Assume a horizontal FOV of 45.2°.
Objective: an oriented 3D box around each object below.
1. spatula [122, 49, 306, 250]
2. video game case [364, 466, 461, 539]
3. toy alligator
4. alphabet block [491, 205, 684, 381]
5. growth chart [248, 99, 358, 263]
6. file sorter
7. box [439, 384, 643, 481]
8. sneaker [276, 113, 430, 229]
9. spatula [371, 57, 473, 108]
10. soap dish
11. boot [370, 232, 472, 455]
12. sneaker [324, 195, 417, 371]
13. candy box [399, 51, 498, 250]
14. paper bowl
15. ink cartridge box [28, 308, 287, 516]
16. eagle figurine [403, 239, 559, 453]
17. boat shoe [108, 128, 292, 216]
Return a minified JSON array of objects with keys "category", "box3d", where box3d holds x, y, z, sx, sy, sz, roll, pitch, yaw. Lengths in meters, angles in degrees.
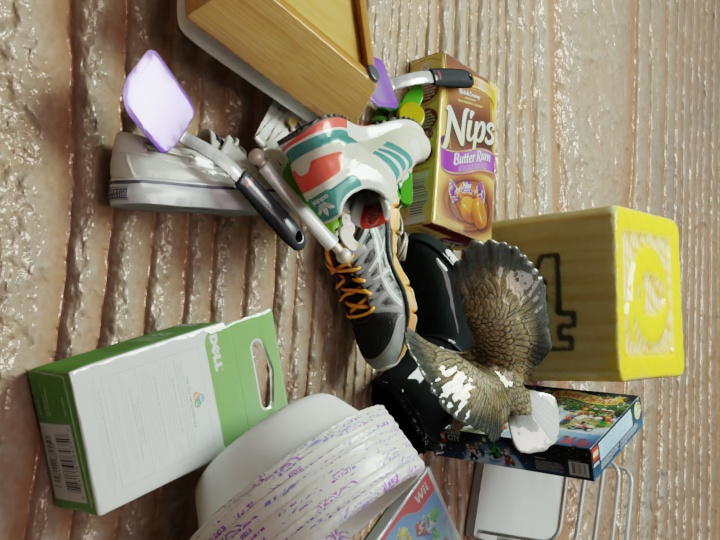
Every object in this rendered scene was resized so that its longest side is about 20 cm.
[{"category":"spatula","box3d":[-0.110,-0.083,0.686,0.200,0.020,0.057,45,54,-25]},{"category":"video game case","box3d":[0.071,0.340,0.948,0.143,0.017,0.202,-44,118,-42]},{"category":"toy alligator","box3d":[0.032,-0.112,0.926,0.053,0.059,0.204,9,76,-7]},{"category":"alphabet block","box3d":[0.268,0.036,1.072,0.194,0.198,0.200,3,84,-49]},{"category":"growth chart","box3d":[-0.040,-0.105,0.798,0.145,0.018,0.202,43,33,-25]},{"category":"file sorter","box3d":[0.243,0.284,1.075,0.199,0.123,0.141,32,63,-43]},{"category":"box","box3d":[0.197,0.175,0.974,0.136,0.198,0.038,-26,110,-47]},{"category":"sneaker","box3d":[0.007,-0.082,0.772,0.199,0.070,0.095,-10,79,-57]},{"category":"spatula","box3d":[0.061,-0.200,0.907,0.198,0.020,0.057,-14,82,-45]},{"category":"soap dish","box3d":[-0.068,-0.233,0.764,0.199,0.081,0.160,30,44,-44]},{"category":"boot","box3d":[0.065,0.083,0.934,0.162,0.073,0.200,-45,118,-35]},{"category":"sneaker","box3d":[0.000,0.000,0.863,0.077,0.078,0.204,0,77,-47]},{"category":"candy box","box3d":[0.105,-0.136,1.009,0.116,0.056,0.204,16,73,-46]},{"category":"paper bowl","box3d":[-0.053,0.179,0.700,0.199,0.201,0.105,-18,65,-49]},{"category":"ink cartridge box","box3d":[-0.150,0.102,0.682,0.199,0.059,0.106,-17,100,-49]},{"category":"eagle figurine","box3d":[0.117,0.090,0.838,0.201,0.148,0.154,82,-5,-58]},{"category":"boat shoe","box3d":[-0.121,-0.084,0.733,0.198,0.070,0.071,0,89,-43]}]
